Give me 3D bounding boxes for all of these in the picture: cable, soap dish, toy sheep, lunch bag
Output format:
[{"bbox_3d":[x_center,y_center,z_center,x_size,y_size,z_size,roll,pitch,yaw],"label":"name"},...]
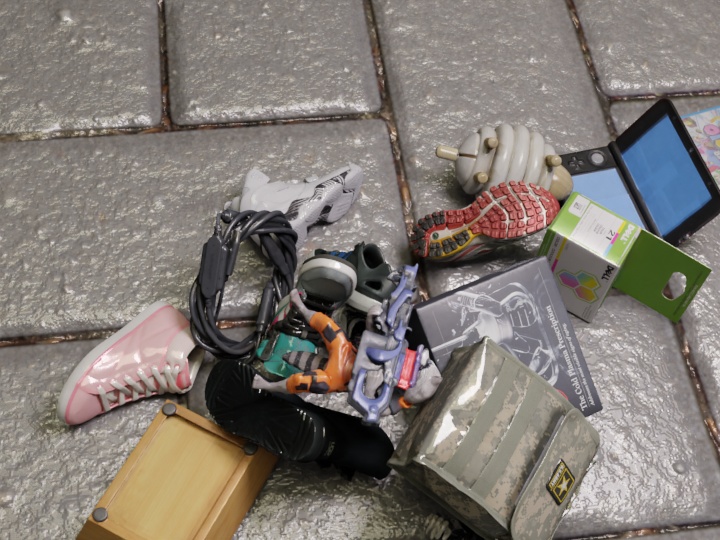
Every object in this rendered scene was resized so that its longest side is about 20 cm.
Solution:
[{"bbox_3d":[-0.144,0.021,1.315,0.051,0.202,0.163,13,11,35],"label":"cable"},{"bbox_3d":[-0.210,0.256,1.200,0.156,0.081,0.201,25,59,11],"label":"soap dish"},{"bbox_3d":[0.201,-0.143,1.447,0.199,0.138,0.139,20,58,-6],"label":"toy sheep"},{"bbox_3d":[0.157,0.200,1.130,0.199,0.118,0.165,37,69,-8],"label":"lunch bag"}]

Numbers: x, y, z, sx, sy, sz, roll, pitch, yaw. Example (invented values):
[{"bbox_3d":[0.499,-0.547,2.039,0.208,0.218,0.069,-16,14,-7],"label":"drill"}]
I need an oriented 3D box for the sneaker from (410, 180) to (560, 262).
[{"bbox_3d":[0.169,-0.062,1.396,0.198,0.082,0.079,-14,73,14],"label":"sneaker"}]

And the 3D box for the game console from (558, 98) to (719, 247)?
[{"bbox_3d":[0.375,-0.121,1.454,0.171,0.119,0.201,-11,59,-11],"label":"game console"}]

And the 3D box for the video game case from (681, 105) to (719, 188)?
[{"bbox_3d":[0.548,-0.184,1.565,0.198,0.018,0.144,-16,62,-13],"label":"video game case"}]

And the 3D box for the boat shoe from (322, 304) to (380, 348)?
[{"bbox_3d":[-0.008,0.079,1.331,0.072,0.069,0.200,-31,66,-21],"label":"boat shoe"}]

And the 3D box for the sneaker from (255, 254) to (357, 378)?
[{"bbox_3d":[-0.068,0.070,1.236,0.083,0.200,0.122,20,59,-11],"label":"sneaker"}]

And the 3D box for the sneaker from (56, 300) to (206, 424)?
[{"bbox_3d":[-0.271,0.129,1.277,0.104,0.076,0.200,32,57,21],"label":"sneaker"}]

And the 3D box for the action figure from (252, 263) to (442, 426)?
[{"bbox_3d":[0.003,0.086,1.148,0.192,0.105,0.201,18,58,14],"label":"action figure"}]

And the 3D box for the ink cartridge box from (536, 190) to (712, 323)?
[{"bbox_3d":[0.331,0.008,1.354,0.199,0.148,0.076,31,61,14],"label":"ink cartridge box"}]

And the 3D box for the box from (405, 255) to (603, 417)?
[{"bbox_3d":[0.163,0.110,1.260,0.181,0.104,0.201,-22,90,-15],"label":"box"}]

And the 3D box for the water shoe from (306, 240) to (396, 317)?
[{"bbox_3d":[0.000,0.000,1.333,0.079,0.071,0.200,-60,34,6],"label":"water shoe"}]

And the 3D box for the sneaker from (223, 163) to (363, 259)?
[{"bbox_3d":[-0.092,-0.105,1.434,0.115,0.075,0.200,36,57,22],"label":"sneaker"}]

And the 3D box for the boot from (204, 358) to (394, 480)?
[{"bbox_3d":[-0.070,0.181,1.227,0.199,0.168,0.077,24,87,39],"label":"boot"}]

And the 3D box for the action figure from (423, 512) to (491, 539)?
[{"bbox_3d":[0.106,0.337,1.164,0.199,0.102,0.119,-35,65,-19],"label":"action figure"}]
